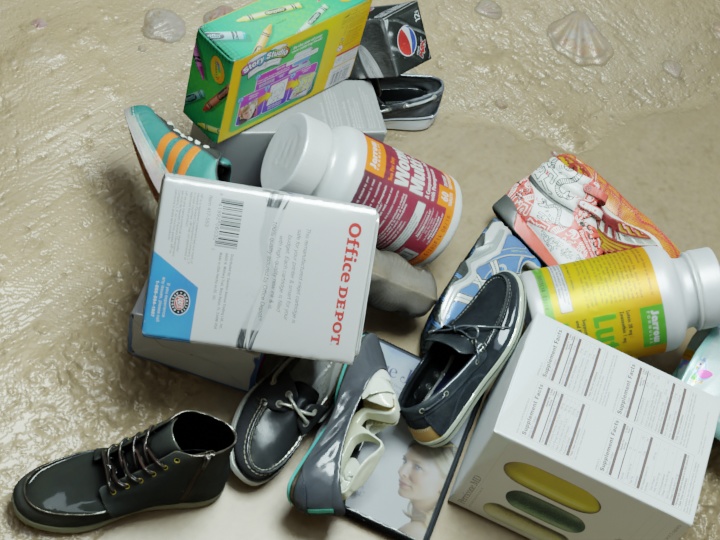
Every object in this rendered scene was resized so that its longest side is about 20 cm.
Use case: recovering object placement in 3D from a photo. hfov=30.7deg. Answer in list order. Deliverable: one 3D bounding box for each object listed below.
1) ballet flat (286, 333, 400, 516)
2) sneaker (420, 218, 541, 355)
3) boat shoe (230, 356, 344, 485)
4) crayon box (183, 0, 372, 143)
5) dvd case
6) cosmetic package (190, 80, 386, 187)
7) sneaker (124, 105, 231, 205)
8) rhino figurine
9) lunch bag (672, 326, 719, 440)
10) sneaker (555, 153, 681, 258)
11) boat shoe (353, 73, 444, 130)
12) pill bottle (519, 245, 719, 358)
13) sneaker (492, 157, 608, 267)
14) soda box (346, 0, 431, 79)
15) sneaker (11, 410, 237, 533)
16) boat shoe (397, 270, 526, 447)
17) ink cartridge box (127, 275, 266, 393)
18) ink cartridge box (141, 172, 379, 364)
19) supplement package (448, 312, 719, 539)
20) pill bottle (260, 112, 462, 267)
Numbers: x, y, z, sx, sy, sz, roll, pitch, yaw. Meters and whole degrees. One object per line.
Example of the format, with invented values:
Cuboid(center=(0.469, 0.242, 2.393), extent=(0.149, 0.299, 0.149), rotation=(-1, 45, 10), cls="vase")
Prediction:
Cuboid(center=(-0.001, 0.150, 1.255), extent=(0.073, 0.073, 0.201), rotation=(25, 58, 2), cls="ballet flat")
Cuboid(center=(0.130, 0.026, 1.405), extent=(0.077, 0.076, 0.200), rotation=(35, 54, 4), cls="sneaker")
Cuboid(center=(-0.059, 0.123, 1.279), extent=(0.074, 0.060, 0.200), rotation=(48, 50, -12), cls="boat shoe")
Cuboid(center=(-0.085, -0.226, 1.363), extent=(0.199, 0.119, 0.058), rotation=(-32, 66, -34), cls="crayon box")
Cuboid(center=(0.032, 0.167, 1.311), extent=(0.142, 0.018, 0.201), rotation=(24, 52, 2), cls="dvd case")
Cuboid(center=(-0.083, -0.148, 1.449), extent=(0.198, 0.107, 0.091), rotation=(-6, 56, -18), cls="cosmetic package")
Cuboid(center=(-0.173, -0.099, 1.319), extent=(0.079, 0.072, 0.201), rotation=(-24, 58, -12), cls="sneaker")
Cuboid(center=(0.000, 0.000, 1.336), extent=(0.199, 0.060, 0.087), rotation=(22, 0, -40), cls="rhino figurine")
Cuboid(center=(0.422, 0.127, 1.396), extent=(0.170, 0.122, 0.200), rotation=(34, 47, 8), cls="lunch bag")
Cuboid(center=(0.290, -0.058, 1.533), extent=(0.200, 0.073, 0.077), rotation=(51, 27, 23), cls="sneaker")
Cuboid(center=(0.004, -0.203, 1.537), extent=(0.198, 0.068, 0.072), rotation=(-1, 55, -17), cls="boat shoe")
Cuboid(center=(0.271, 0.037, 1.359), extent=(0.198, 0.111, 0.112), rotation=(-12, 57, 2), cls="pill bottle")
Cuboid(center=(0.249, -0.036, 1.464), extent=(0.108, 0.067, 0.202), rotation=(-41, 70, 2), cls="sneaker")
Cuboid(center=(-0.017, -0.258, 1.495), extent=(0.199, 0.071, 0.063), rotation=(5, 28, 45), cls="soda box")
Cuboid(center=(-0.212, 0.172, 1.177), extent=(0.198, 0.107, 0.075), rotation=(-7, 58, -22), cls="sneaker")
Cuboid(center=(0.101, 0.078, 1.304), extent=(0.062, 0.074, 0.201), rotation=(44, 70, -33), cls="boat shoe")
Cuboid(center=(-0.139, 0.008, 1.337), extent=(0.135, 0.077, 0.201), rotation=(19, 54, -2), cls="ink cartridge box")
Cuboid(center=(-0.095, -0.002, 1.215), extent=(0.198, 0.086, 0.148), rotation=(9, 94, -11), cls="ink cartridge box")
Cuboid(center=(0.217, 0.175, 1.276), extent=(0.199, 0.152, 0.151), rotation=(25, 53, 2), cls="supplement package")
Cuboid(center=(0.001, -0.086, 1.388), extent=(0.199, 0.109, 0.110), rotation=(23, 48, -29), cls="pill bottle")
